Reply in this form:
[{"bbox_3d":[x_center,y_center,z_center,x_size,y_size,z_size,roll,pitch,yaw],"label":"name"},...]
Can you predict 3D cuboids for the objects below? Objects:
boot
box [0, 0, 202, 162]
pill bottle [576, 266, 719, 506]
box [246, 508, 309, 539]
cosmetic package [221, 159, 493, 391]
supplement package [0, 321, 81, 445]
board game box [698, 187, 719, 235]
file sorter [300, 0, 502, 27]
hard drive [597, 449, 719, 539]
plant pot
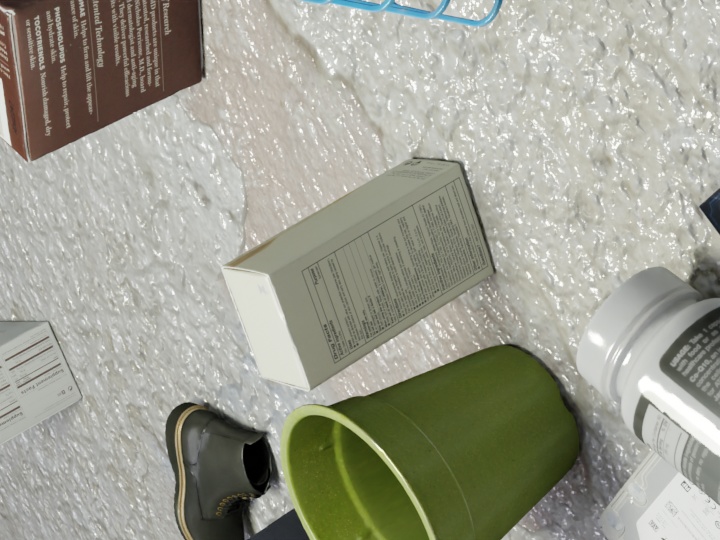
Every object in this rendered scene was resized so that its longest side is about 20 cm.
[{"bbox_3d":[-0.139,0.251,2.023,0.138,0.077,0.201,13,127,47],"label":"boot"},{"bbox_3d":[-0.269,-0.235,1.671,0.166,0.200,0.165,37,143,33],"label":"box"},{"bbox_3d":[0.248,0.091,1.242,0.200,0.114,0.114,41,145,31],"label":"pill bottle"},{"bbox_3d":[-0.100,0.383,1.943,0.117,0.200,0.197,40,144,30],"label":"box"},{"bbox_3d":[0.000,0.000,1.458,0.071,0.199,0.106,10,123,54],"label":"cosmetic package"},{"bbox_3d":[-0.479,0.147,2.368,0.200,0.155,0.111,-4,113,57],"label":"supplement package"},{"bbox_3d":[0.303,-0.034,1.129,0.136,0.035,0.200,55,150,10],"label":"board game box"},{"bbox_3d":[-0.008,-0.237,1.232,0.138,0.199,0.123,20,104,49],"label":"file sorter"},{"bbox_3d":[0.261,0.191,1.387,0.140,0.038,0.200,51,150,17],"label":"hard drive"},{"bbox_3d":[0.069,0.153,1.496,0.200,0.190,0.201,37,143,34],"label":"plant pot"}]
